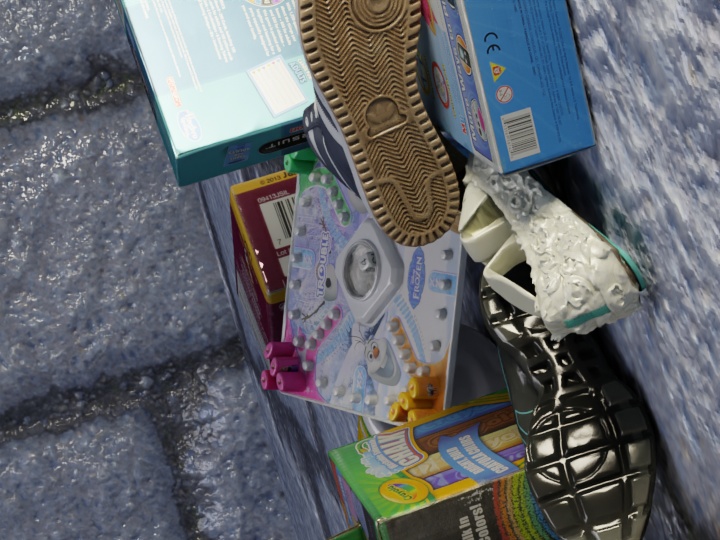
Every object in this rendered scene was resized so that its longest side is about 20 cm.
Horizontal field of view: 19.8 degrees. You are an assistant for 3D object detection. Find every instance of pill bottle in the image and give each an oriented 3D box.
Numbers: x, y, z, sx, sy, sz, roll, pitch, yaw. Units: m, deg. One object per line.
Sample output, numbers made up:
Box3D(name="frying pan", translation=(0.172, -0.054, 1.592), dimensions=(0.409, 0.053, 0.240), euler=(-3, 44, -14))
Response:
Box3D(name="pill bottle", translation=(0.053, 0.124, 1.526), dimensions=(0.200, 0.111, 0.111), euler=(92, 159, -65))

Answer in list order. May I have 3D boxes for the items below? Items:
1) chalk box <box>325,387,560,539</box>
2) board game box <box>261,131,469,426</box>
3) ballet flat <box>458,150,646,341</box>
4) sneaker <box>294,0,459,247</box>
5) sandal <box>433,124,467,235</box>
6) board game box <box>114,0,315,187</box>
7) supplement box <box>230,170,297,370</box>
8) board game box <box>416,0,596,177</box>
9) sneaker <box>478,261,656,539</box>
Box3D(name="chalk box", translation=(0.058, 0.168, 1.285), dimensions=(0.124, 0.199, 0.125), euler=(-131, 26, -69))
Box3D(name="board game box", translation=(0.000, 0.000, 1.421), dimensions=(0.200, 0.026, 0.201), euler=(10, 96, 54))
Box3D(name="ballet flat", translation=(0.088, -0.022, 1.132), dimensions=(0.200, 0.072, 0.072), euler=(-125, 19, -61))
Box3D(name="sneaker", translation=(-0.003, -0.119, 1.174), dimensions=(0.109, 0.070, 0.201), euler=(-128, 20, -63))
Box3D(name="sandal", translation=(0.027, -0.061, 1.309), dimensions=(0.212, 0.078, 0.070), euler=(39, 147, 37))
Box3D(name="board game box", translation=(-0.043, -0.154, 1.287), dimensions=(0.047, 0.199, 0.151), euler=(97, 154, -68))
Box3D(name="supplement box", translation=(-0.029, 0.000, 1.684), dimensions=(0.200, 0.131, 0.103), euler=(90, 160, -65))
Box3D(name="board game box", translation=(0.053, -0.173, 1.132), dimensions=(0.196, 0.056, 0.201), euler=(-130, 24, -69))
Box3D(name="sneaker", translation=(0.125, 0.081, 1.184), dimensions=(0.079, 0.075, 0.200), euler=(66, -171, -59))
